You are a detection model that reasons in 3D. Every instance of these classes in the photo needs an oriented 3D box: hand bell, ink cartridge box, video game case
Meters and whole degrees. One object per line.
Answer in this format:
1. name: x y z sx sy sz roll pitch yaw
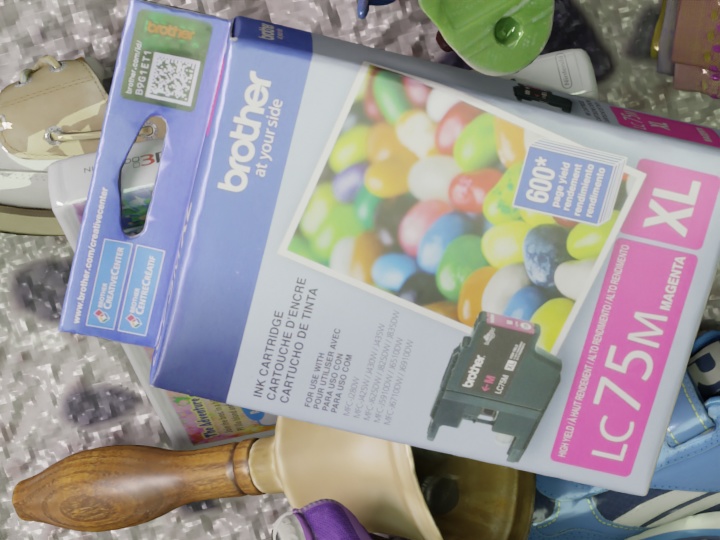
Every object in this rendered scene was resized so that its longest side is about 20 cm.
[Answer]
1. hand bell: -0.047 0.074 0.847 0.200 0.104 0.104 -11 111 27
2. ink cartridge box: 0.011 -0.007 0.724 0.200 0.042 0.120 14 107 -4
3. video game case: 0.000 0.000 0.822 0.182 0.024 0.200 -12 151 3

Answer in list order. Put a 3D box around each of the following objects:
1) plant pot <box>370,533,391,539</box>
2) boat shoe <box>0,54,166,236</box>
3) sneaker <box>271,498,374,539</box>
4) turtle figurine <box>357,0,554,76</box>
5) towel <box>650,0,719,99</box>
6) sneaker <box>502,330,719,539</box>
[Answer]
1. plant pot: 0.050 0.203 0.879 0.198 0.200 0.201 25 107 -2
2. boat shoe: -0.108 -0.046 0.846 0.200 0.075 0.069 5 92 -10
3. sneaker: 0.052 0.143 0.766 0.200 0.081 0.083 42 84 -1
4. turtle figurine: 0.025 -0.155 0.735 0.144 0.194 0.200 1 113 -23
5. towel: 0.204 -0.118 0.808 0.200 0.023 0.144 15 109 23
6. sneaker: 0.114 0.063 0.878 0.200 0.074 0.082 -7 129 -8
